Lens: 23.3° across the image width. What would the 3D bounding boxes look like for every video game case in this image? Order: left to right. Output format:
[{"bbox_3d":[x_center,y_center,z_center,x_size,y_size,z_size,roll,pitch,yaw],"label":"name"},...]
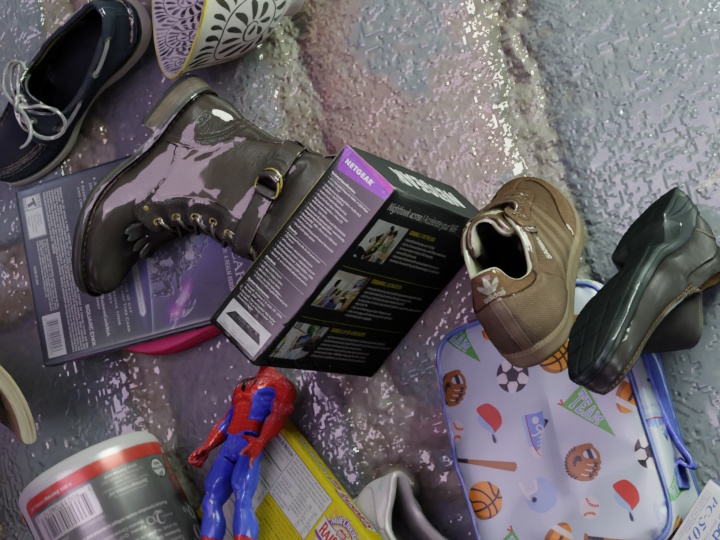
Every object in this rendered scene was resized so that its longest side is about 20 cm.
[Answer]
[{"bbox_3d":[-0.170,-0.017,1.346,0.199,0.019,0.144,-15,81,21],"label":"video game case"}]

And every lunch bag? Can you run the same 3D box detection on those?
[{"bbox_3d":[0.144,0.113,1.184,0.160,0.075,0.201,-22,74,25],"label":"lunch bag"}]

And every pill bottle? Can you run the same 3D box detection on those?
[{"bbox_3d":[-0.161,0.231,1.291,0.116,0.116,0.201,-32,78,18],"label":"pill bottle"}]

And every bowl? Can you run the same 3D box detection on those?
[{"bbox_3d":[-0.091,-0.240,1.313,0.094,0.201,0.202,3,83,-18],"label":"bowl"}]

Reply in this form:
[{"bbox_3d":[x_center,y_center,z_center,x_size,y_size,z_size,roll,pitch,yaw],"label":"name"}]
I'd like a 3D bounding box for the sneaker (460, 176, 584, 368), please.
[{"bbox_3d":[0.105,-0.022,1.166,0.070,0.076,0.200,-28,28,17],"label":"sneaker"}]

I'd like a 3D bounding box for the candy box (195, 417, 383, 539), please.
[{"bbox_3d":[-0.048,0.191,1.249,0.102,0.026,0.200,-53,39,8],"label":"candy box"}]

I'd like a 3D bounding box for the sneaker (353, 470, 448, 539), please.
[{"bbox_3d":[0.050,0.233,1.202,0.200,0.075,0.089,59,141,20],"label":"sneaker"}]

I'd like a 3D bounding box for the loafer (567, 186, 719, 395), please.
[{"bbox_3d":[0.191,0.022,1.118,0.072,0.200,0.073,43,133,-4],"label":"loafer"}]

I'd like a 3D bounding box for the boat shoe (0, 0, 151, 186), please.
[{"bbox_3d":[-0.246,-0.142,1.401,0.200,0.062,0.075,-40,74,27],"label":"boat shoe"}]

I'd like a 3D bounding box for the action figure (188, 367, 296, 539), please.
[{"bbox_3d":[-0.088,0.135,1.264,0.065,0.052,0.201,-15,48,40],"label":"action figure"}]

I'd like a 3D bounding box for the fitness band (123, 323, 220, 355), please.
[{"bbox_3d":[-0.133,-0.019,1.357,0.199,0.037,0.144,-28,73,21],"label":"fitness band"}]

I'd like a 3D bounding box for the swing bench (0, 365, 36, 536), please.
[{"bbox_3d":[-0.346,0.132,1.346,0.199,0.129,0.201,18,89,59],"label":"swing bench"}]

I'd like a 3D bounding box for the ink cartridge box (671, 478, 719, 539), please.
[{"bbox_3d":[0.214,0.241,1.126,0.201,0.094,0.044,-60,30,7],"label":"ink cartridge box"}]

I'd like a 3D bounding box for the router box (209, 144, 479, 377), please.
[{"bbox_3d":[0.000,0.000,1.201,0.051,0.200,0.149,43,101,21],"label":"router box"}]

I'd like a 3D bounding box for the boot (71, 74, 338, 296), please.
[{"bbox_3d":[-0.104,-0.032,1.271,0.174,0.069,0.200,35,98,22],"label":"boot"}]
